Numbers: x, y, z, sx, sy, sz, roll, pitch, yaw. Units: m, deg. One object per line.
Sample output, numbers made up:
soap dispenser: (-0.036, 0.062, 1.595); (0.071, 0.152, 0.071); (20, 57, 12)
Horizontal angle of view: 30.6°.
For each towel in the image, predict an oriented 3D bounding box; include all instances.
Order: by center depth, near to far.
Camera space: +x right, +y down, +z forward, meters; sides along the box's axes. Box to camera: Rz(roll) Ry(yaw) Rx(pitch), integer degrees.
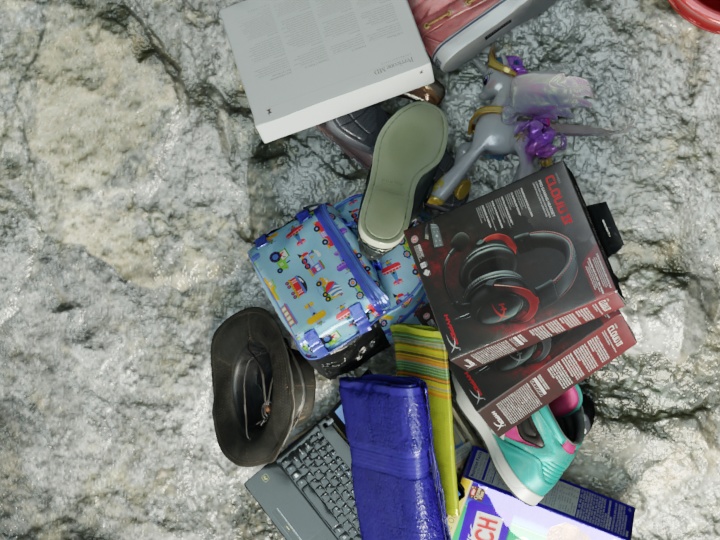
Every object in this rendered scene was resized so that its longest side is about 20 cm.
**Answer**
towel: (0.068, 0.157, 1.403); (0.018, 0.086, 0.201); (-9, 97, -33)
towel: (0.039, 0.210, 1.408); (0.049, 0.147, 0.201); (-9, 95, -30)

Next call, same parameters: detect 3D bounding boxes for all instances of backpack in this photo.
backpack: (0.000, 0.000, 1.471); (0.199, 0.135, 0.183); (-28, 67, 4)

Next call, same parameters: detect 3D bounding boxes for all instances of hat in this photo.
hat: (-0.100, 0.133, 1.524); (0.081, 0.200, 0.202); (-1, 97, -34)

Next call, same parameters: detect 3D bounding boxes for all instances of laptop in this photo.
laptop: (-0.010, 0.246, 1.487); (0.200, 0.103, 0.177); (-39, 79, -2)

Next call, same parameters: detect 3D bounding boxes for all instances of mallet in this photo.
mallet: (0.184, 0.211, 1.512); (0.200, 0.066, 0.041); (-36, 91, 11)

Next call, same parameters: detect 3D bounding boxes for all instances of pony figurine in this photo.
pony figurine: (0.178, -0.148, 1.438); (0.192, 0.166, 0.201); (15, 80, 32)

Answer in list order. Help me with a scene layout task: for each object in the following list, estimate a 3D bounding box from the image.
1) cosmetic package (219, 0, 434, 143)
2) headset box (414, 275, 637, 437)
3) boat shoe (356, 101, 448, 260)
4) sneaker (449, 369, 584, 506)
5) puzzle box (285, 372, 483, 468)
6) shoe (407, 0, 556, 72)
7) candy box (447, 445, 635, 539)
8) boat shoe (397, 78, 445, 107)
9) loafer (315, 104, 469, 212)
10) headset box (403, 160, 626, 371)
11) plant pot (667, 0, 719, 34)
cosmetic package: (-0.037, -0.244, 1.435); (0.199, 0.052, 0.151); (-19, 68, 2)
headset box: (0.182, 0.055, 1.398); (0.200, 0.077, 0.149); (-35, 53, 5)
boat shoe: (0.042, -0.094, 1.425); (0.074, 0.066, 0.200); (17, 58, -2)
sneaker: (0.181, 0.147, 1.457); (0.121, 0.083, 0.200); (-45, 48, 17)
puzzle box: (0.028, 0.207, 1.556); (0.200, 0.025, 0.133); (-33, 89, 11)
shoe: (0.146, -0.313, 1.463); (0.200, 0.071, 0.091); (-35, 77, 1)
candy box: (0.188, 0.317, 1.498); (0.199, 0.077, 0.170); (20, 116, 8)
boat shoe: (0.001, -0.220, 1.499); (0.199, 0.076, 0.072); (23, 103, 15)
loafer: (0.035, -0.132, 1.497); (0.200, 0.063, 0.072); (35, 69, -18)
headset box: (0.164, -0.007, 1.326); (0.199, 0.075, 0.149); (-23, 72, 12)
plant pot: (0.396, -0.343, 1.366); (0.199, 0.182, 0.201); (1, 96, 8)
